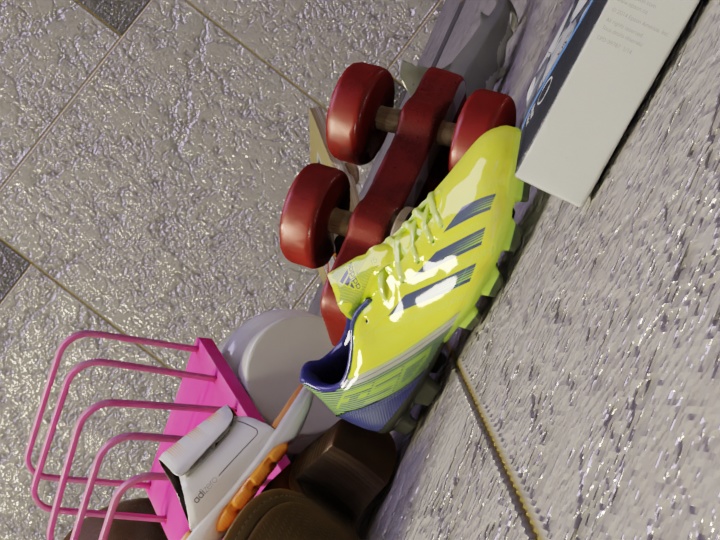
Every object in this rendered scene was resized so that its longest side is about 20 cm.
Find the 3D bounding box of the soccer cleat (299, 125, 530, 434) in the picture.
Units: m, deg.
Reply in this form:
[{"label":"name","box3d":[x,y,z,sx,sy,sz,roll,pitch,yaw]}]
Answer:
[{"label":"soccer cleat","box3d":[0.027,0.004,0.722,0.065,0.083,0.201,-72,7,-62]}]

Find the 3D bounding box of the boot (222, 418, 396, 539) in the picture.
[{"label":"boot","box3d":[-0.061,0.177,0.755,0.155,0.077,0.200,-51,6,31]}]

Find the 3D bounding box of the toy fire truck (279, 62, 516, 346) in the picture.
[{"label":"toy fire truck","box3d":[0.032,-0.030,0.879,0.168,0.111,0.201,72,-144,-58]}]

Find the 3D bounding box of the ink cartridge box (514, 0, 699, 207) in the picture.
[{"label":"ink cartridge box","box3d":[0.126,-0.133,0.564,0.100,0.039,0.201,-71,7,-59]}]

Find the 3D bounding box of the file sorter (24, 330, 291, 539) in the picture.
[{"label":"file sorter","box3d":[-0.151,0.147,0.931,0.200,0.125,0.140,47,121,54]}]

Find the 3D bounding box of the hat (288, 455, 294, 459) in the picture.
[{"label":"hat","box3d":[-0.117,0.212,1.503,0.202,0.081,0.201,-63,-4,-9]}]

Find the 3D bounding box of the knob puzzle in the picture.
[{"label":"knob puzzle","box3d":[0.000,0.000,1.027,0.220,0.030,0.221,168,90,-79]}]

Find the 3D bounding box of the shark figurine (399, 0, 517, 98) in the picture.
[{"label":"shark figurine","box3d":[0.079,-0.173,1.125,0.128,0.089,0.216,144,148,-80]}]

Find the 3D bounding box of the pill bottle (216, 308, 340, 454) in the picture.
[{"label":"pill bottle","box3d":[-0.064,0.091,1.063,0.115,0.114,0.200,-66,8,-14]}]

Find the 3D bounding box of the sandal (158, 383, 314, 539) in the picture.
[{"label":"sandal","box3d":[-0.101,0.134,0.768,0.207,0.059,0.079,-52,-3,-22]}]

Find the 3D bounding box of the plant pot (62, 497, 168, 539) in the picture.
[{"label":"plant pot","box3d":[-0.191,0.339,1.191,0.188,0.186,0.200,-64,19,18]}]
